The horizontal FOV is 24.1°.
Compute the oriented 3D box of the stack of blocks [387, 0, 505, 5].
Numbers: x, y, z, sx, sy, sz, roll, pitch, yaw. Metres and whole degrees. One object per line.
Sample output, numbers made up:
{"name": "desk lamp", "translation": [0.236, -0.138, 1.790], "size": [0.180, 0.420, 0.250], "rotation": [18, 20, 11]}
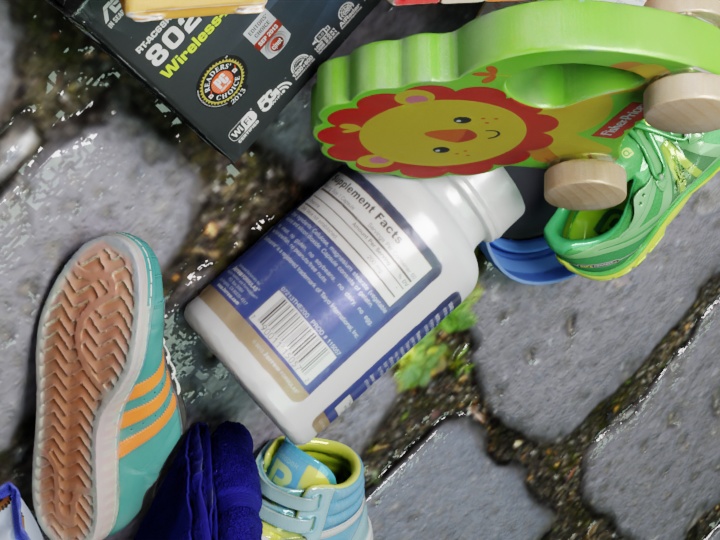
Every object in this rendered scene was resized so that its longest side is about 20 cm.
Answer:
{"name": "stack of blocks", "translation": [0.090, -0.194, 0.805], "size": [0.198, 0.059, 0.116], "rotation": [-10, 130, -37]}

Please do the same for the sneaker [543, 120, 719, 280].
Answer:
{"name": "sneaker", "translation": [0.190, -0.080, 1.095], "size": [0.083, 0.074, 0.201], "rotation": [11, 115, -52]}

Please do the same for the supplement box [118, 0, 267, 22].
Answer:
{"name": "supplement box", "translation": [-0.081, -0.214, 0.733], "size": [0.066, 0.069, 0.202], "rotation": [-6, 107, -15]}

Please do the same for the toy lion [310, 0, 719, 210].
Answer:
{"name": "toy lion", "translation": [0.074, -0.091, 0.890], "size": [0.189, 0.069, 0.200], "rotation": [6, 162, -18]}

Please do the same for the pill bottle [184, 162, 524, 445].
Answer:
{"name": "pill bottle", "translation": [0.000, 0.000, 1.016], "size": [0.200, 0.111, 0.111], "rotation": [-42, 142, -7]}

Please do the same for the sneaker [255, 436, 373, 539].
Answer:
{"name": "sneaker", "translation": [-0.074, 0.182, 1.133], "size": [0.199, 0.079, 0.131], "rotation": [-34, 143, -32]}

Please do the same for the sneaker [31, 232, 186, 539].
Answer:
{"name": "sneaker", "translation": [-0.140, 0.064, 0.982], "size": [0.080, 0.071, 0.202], "rotation": [-25, 135, -53]}

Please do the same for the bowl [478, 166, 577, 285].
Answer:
{"name": "bowl", "translation": [0.149, -0.085, 1.143], "size": [0.199, 0.039, 0.202], "rotation": [-26, 137, -26]}

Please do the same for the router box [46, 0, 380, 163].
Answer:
{"name": "router box", "translation": [-0.052, -0.174, 0.855], "size": [0.200, 0.062, 0.150], "rotation": [-48, 141, 1]}

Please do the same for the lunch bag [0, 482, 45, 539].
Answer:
{"name": "lunch bag", "translation": [-0.255, 0.248, 0.986], "size": [0.198, 0.124, 0.171], "rotation": [-23, 137, -10]}

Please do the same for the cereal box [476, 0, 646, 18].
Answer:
{"name": "cereal box", "translation": [0.158, -0.187, 0.985], "size": [0.143, 0.040, 0.201], "rotation": [13, 115, -47]}

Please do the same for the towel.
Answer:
{"name": "towel", "translation": [-0.113, 0.184, 1.022], "size": [0.049, 0.200, 0.148], "rotation": [31, 103, -14]}
